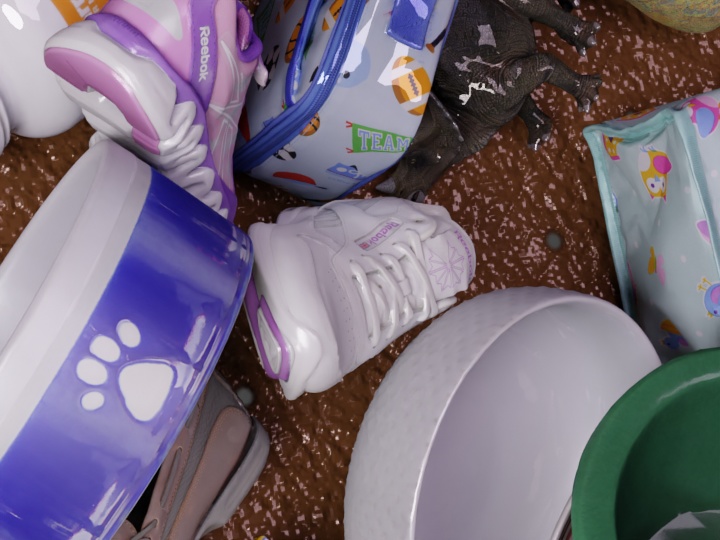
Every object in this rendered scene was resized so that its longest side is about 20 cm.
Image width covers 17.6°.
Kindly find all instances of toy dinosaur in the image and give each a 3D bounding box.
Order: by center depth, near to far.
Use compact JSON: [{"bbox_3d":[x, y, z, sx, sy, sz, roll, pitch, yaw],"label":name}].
[{"bbox_3d":[0.068,-0.126,1.203,0.102,0.077,0.201,20,72,-23],"label":"toy dinosaur"}]

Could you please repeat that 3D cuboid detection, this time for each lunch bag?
[{"bbox_3d":[0.003,-0.139,1.132,0.075,0.160,0.201,22,70,-16],"label":"lunch bag"},{"bbox_3d":[0.226,-0.002,1.210,0.169,0.122,0.202,-16,92,-26],"label":"lunch bag"}]

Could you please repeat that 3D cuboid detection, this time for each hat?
[{"bbox_3d":[0.162,0.159,1.107,0.165,0.176,0.200,35,63,12],"label":"hat"}]

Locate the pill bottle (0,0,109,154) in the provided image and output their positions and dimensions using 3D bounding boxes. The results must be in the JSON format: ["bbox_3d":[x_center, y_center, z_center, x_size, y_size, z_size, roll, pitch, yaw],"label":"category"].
[{"bbox_3d":[-0.142,-0.136,1.099,0.112,0.112,0.200,47,64,-4],"label":"pill bottle"}]

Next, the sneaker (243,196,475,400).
[{"bbox_3d":[0.000,0.000,1.070,0.099,0.200,0.075,-11,104,9],"label":"sneaker"}]

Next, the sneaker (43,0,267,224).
[{"bbox_3d":[-0.079,-0.079,1.062,0.080,0.200,0.089,32,75,14],"label":"sneaker"}]

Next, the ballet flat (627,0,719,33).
[{"bbox_3d":[0.122,-0.202,1.241,0.071,0.071,0.201,-36,94,-26],"label":"ballet flat"}]

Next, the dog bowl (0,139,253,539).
[{"bbox_3d":[-0.130,0.048,1.005,0.079,0.200,0.201,33,66,-13],"label":"dog bowl"}]

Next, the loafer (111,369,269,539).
[{"bbox_3d":[-0.108,0.118,1.043,0.063,0.071,0.200,61,38,-26],"label":"loafer"}]

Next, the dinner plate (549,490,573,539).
[{"bbox_3d":[0.135,0.158,1.128,0.199,0.024,0.202,-15,111,-45],"label":"dinner plate"}]

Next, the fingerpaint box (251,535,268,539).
[{"bbox_3d":[-0.048,0.252,1.053,0.167,0.073,0.200,-42,94,-25],"label":"fingerpaint box"}]

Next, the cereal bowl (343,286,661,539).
[{"bbox_3d":[0.061,0.102,1.110,0.199,0.083,0.202,-13,108,-45],"label":"cereal bowl"}]
